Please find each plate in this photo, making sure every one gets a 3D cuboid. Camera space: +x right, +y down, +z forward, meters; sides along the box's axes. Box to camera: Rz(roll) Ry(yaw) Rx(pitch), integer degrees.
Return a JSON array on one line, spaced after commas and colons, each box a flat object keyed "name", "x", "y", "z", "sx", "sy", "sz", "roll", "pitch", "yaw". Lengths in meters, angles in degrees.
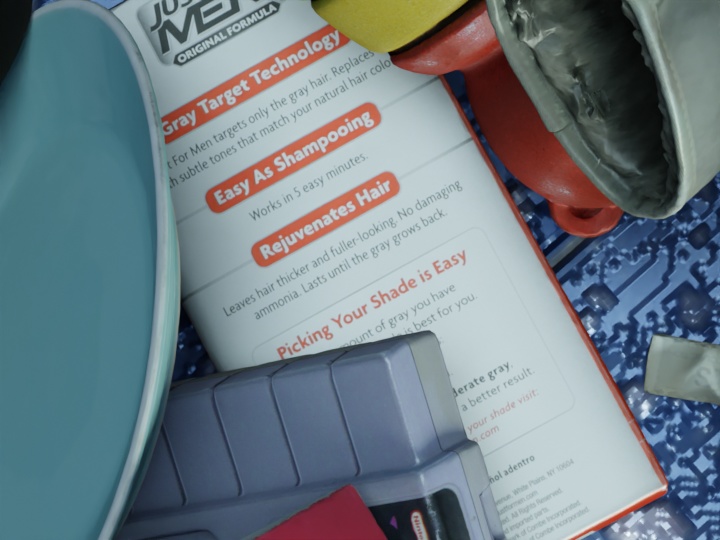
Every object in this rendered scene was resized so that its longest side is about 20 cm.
[{"name": "plate", "x": -0.091, "y": 0.024, "z": 0.756, "sx": 0.026, "sy": 0.200, "sz": 0.201, "roll": 11, "pitch": 84, "yaw": -29}]

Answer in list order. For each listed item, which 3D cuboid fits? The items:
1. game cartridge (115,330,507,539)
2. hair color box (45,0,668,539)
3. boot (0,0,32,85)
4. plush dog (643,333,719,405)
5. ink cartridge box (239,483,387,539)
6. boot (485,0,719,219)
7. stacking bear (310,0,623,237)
[{"name": "game cartridge", "x": -0.005, "y": 0.123, "z": 0.746, "sx": 0.129, "sy": 0.038, "sz": 0.201, "roll": -13, "pitch": 97, "yaw": 41}, {"name": "hair color box", "x": 0.000, "y": 0.000, "z": 0.795, "sx": 0.101, "sy": 0.061, "sz": 0.200, "roll": -28, "pitch": 83, "yaw": 3}, {"name": "boot", "x": -0.174, "y": -0.019, "z": 0.764, "sx": 0.075, "sy": 0.074, "sz": 0.200, "roll": 26, "pitch": 79, "yaw": 32}, {"name": "plush dog", "x": 0.154, "y": 0.041, "z": 0.718, "sx": 0.160, "sy": 0.172, "sz": 0.200, "roll": -41, "pitch": 83, "yaw": 1}, {"name": "ink cartridge box", "x": -0.015, "y": 0.181, "z": 0.698, "sx": 0.145, "sy": 0.083, "sz": 0.200, "roll": -38, "pitch": 81, "yaw": 38}, {"name": "boot", "x": 0.101, "y": -0.137, "z": 0.683, "sx": 0.200, "sy": 0.073, "sz": 0.182, "roll": -33, "pitch": 105, "yaw": -23}, {"name": "stacking bear", "x": 0.025, "y": -0.102, "z": 0.727, "sx": 0.121, "sy": 0.114, "sz": 0.200, "roll": -43, "pitch": 101, "yaw": -7}]
